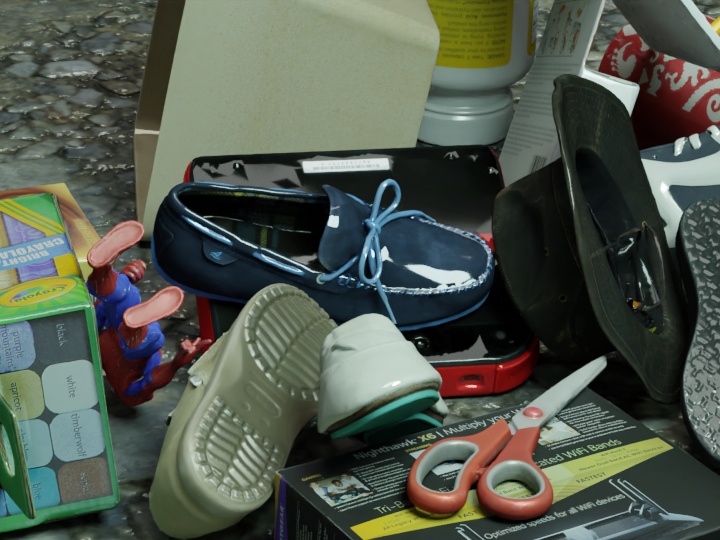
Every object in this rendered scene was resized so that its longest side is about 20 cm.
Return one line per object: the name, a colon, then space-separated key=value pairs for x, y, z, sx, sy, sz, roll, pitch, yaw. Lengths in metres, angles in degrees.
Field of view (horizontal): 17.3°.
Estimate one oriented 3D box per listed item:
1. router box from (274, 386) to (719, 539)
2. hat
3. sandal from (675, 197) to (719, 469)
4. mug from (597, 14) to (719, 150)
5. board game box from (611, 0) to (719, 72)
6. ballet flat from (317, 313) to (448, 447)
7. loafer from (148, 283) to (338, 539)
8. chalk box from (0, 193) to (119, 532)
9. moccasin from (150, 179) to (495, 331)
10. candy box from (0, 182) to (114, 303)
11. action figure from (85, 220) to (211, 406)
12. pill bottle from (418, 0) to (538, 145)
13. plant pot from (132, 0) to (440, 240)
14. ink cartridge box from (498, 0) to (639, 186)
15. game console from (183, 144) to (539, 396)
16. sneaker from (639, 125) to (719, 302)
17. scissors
router box: x=0.079 y=0.132 z=1.186 sx=0.200 sy=0.052 sz=0.157 roll=-13 pitch=28 yaw=-28
hat: x=0.125 y=-0.010 z=1.377 sx=0.081 sy=0.201 sz=0.201 roll=-18 pitch=17 yaw=24
sandal: x=0.219 y=0.043 z=1.364 sx=0.075 sy=0.048 sz=0.201 roll=4 pitch=46 yaw=1
mug: x=0.240 y=-0.112 z=1.624 sx=0.177 sy=0.134 sz=0.200 roll=8 pitch=16 yaw=-29
board game box: x=0.165 y=-0.217 z=1.522 sx=0.026 sy=0.200 sz=0.200 roll=-40 pitch=15 yaw=0
ballet flat: x=0.007 y=0.056 z=1.228 sx=0.069 sy=0.070 sz=0.200 roll=5 pitch=-8 yaw=7
loafer: x=-0.065 y=0.074 z=1.266 sx=0.076 sy=0.068 sz=0.200 roll=48 pitch=31 yaw=-7
chalk box: x=-0.199 y=0.059 z=1.235 sx=0.123 sy=0.125 sz=0.200 roll=-9 pitch=25 yaw=-10
moccasin: x=-0.019 y=-0.010 z=1.352 sx=0.199 sy=0.068 sz=0.081 roll=2 pitch=51 yaw=-7
candy box: x=-0.261 y=0.003 z=1.446 sx=0.199 sy=0.057 sz=0.117 roll=-9 pitch=28 yaw=-19
action figure: x=-0.122 y=0.031 z=1.290 sx=0.052 sy=0.200 sz=0.065 roll=-34 pitch=80 yaw=-17
pill bottle: x=0.075 y=-0.197 z=1.723 sx=0.111 sy=0.201 sz=0.111 roll=1 pitch=24 yaw=-1
plant pot: x=-0.051 y=-0.134 z=1.610 sx=0.177 sy=0.200 sz=0.200 roll=9 pitch=23 yaw=-10
ink cartridge box: x=0.142 y=-0.123 z=1.531 sx=0.043 sy=0.174 sz=0.200 roll=19 pitch=3 yaw=-6
game console: x=0.000 y=0.000 z=1.410 sx=0.199 sy=0.031 sz=0.177 roll=-3 pitch=51 yaw=-10
sneaker: x=0.217 y=-0.074 z=1.485 sx=0.129 sy=0.200 sz=0.079 roll=21 pitch=2 yaw=25
scissors: x=0.078 y=0.079 z=1.224 sx=0.073 sy=0.014 sz=0.200 roll=7 pitch=25 yaw=14
